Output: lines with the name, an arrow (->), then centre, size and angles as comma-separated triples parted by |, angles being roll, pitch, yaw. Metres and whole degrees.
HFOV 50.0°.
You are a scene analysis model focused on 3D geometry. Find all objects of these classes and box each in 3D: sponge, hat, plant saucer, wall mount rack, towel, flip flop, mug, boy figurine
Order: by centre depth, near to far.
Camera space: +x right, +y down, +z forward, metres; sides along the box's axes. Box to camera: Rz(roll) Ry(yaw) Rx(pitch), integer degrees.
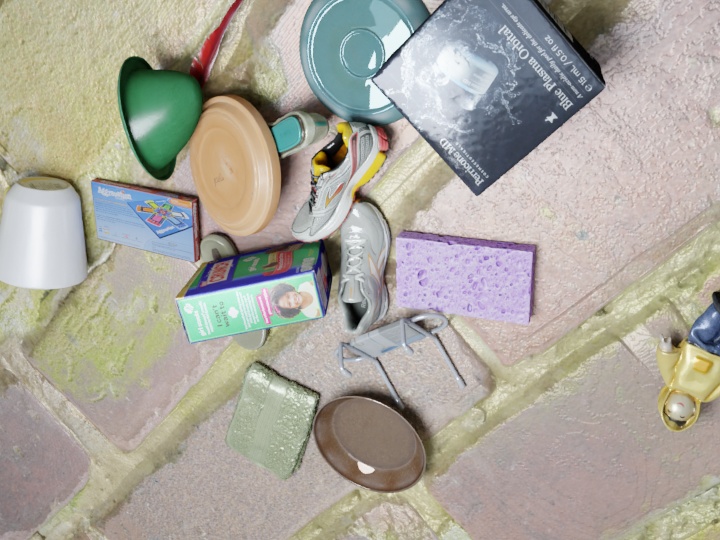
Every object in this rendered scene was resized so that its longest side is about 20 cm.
plant saucer -> 0.005, -0.289, 1.027 | 0.197, 0.027, 0.203 | 8, 115, 17
boy figurine -> 0.448, 0.126, 1.028 | 0.123, 0.065, 0.202 | 25, 116, 5
hat -> -0.223, -0.236, 1.072 | 0.173, 0.167, 0.202 | -9, 127, 11
sponge -> 0.148, 0.010, 1.106 | 0.197, 0.030, 0.113 | 7, 115, 18
plant saucer -> -0.189, -0.148, 1.113 | 0.199, 0.032, 0.203 | 19, 117, 42
wall mount rack -> 0.062, 0.140, 1.174 | 0.198, 0.076, 0.173 | -23, 144, 28
flip flop -> -0.210, 0.040, 1.238 | 0.080, 0.058, 0.203 | -10, 109, 24
plant saucer -> 0.018, 0.276, 1.262 | 0.197, 0.037, 0.203 | 11, 123, 18
mug -> -0.538, -0.072, 1.266 | 0.184, 0.150, 0.155 | 13, 110, 7
towel -> -0.154, 0.263, 1.331 | 0.147, 0.037, 0.202 | 25, 119, 7

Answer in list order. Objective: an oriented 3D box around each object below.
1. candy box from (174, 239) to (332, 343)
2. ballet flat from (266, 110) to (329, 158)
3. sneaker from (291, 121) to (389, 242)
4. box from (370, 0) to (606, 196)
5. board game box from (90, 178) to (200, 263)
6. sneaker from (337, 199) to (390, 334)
candy box -> -0.147, 0.025, 1.115 | 0.197, 0.169, 0.078 | -13, 107, 5
ballet flat -> -0.119, -0.180, 1.097 | 0.198, 0.062, 0.069 | -4, 100, 47
sneaker -> -0.046, -0.127, 1.077 | 0.081, 0.078, 0.201 | 14, 122, -37
box -> 0.153, -0.236, 0.928 | 0.197, 0.118, 0.200 | 45, 117, -10
board game box -> -0.348, -0.082, 1.247 | 0.197, 0.019, 0.104 | 13, 118, 21
sneaker -> 0.000, 0.000, 1.121 | 0.075, 0.092, 0.203 | 1, 113, 20
